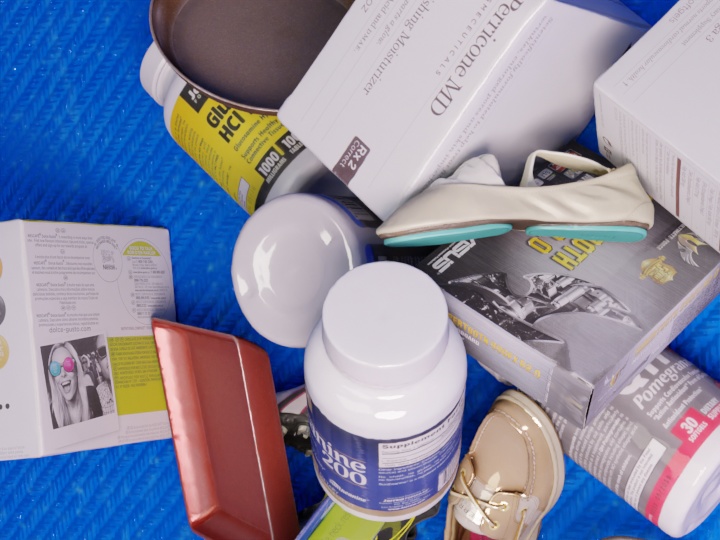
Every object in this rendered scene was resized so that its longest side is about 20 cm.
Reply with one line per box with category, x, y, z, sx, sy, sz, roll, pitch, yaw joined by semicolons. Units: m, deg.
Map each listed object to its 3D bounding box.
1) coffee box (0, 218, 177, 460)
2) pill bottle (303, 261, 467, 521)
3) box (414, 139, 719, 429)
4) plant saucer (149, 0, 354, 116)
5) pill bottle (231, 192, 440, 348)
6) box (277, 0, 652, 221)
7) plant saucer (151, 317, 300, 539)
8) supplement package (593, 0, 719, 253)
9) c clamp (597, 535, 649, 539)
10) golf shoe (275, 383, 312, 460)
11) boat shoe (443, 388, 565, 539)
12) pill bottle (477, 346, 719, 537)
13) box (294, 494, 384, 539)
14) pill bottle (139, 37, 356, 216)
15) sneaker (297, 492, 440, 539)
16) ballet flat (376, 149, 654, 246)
coffee box;-0.298;0.064;1.342;0.199;0.200;0.199;-8;86;30
pill bottle;0.017;0.084;1.044;0.110;0.200;0.111;-1;55;1
box;0.155;0.003;1.079;0.158;0.200;0.048;33;142;27
plant saucer;-0.073;-0.194;1.234;0.200;0.200;0.032;43;149;23
pill bottle;0.000;0.000;1.164;0.113;0.200;0.114;0;89;30
box;0.081;-0.146;1.114;0.131;0.200;0.199;44;112;23
plant saucer;-0.110;0.140;1.267;0.200;0.037;0.200;6;108;63
supplement package;0.271;-0.083;1.029;0.117;0.117;0.200;-44;67;-8
c clamp;0.213;0.292;1.099;0.170;0.027;0.201;4;96;-5
golf shoe;-0.010;0.109;1.257;0.199;0.077;0.088;-6;56;39
boat shoe;0.100;0.173;1.128;0.074;0.069;0.200;37;144;30
pill bottle;0.185;0.094;1.106;0.200;0.111;0.111;37;108;25
box;-0.048;0.256;1.150;0.048;0.122;0.200;32;122;8
pill bottle;-0.093;-0.124;1.267;0.200;0.112;0.113;44;111;23
sneaker;-0.002;0.222;1.241;0.200;0.084;0.075;-53;25;41
ballet flat;0.106;-0.051;1.043;0.199;0.069;0.070;-1;90;-14
